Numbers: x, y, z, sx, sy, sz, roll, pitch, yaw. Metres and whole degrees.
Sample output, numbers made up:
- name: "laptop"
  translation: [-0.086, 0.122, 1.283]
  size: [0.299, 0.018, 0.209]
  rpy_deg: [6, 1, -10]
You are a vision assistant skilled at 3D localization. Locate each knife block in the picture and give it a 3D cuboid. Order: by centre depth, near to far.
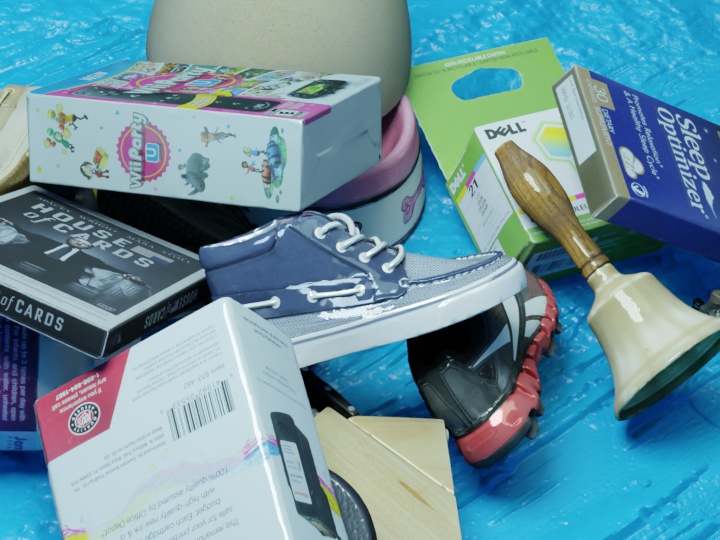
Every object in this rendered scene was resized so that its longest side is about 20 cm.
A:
- name: "knife block"
  translation: [-0.030, 0.146, 1.369]
  size: [0.174, 0.064, 0.201]
  rpy_deg: [1, 43, -8]

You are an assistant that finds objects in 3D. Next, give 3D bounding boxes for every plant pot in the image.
- name: "plant pot"
  translation: [-0.054, -0.209, 1.593]
  size: [0.198, 0.135, 0.201]
  rpy_deg: [4, 42, -4]

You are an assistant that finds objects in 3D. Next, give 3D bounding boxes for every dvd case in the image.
- name: "dvd case"
  translation: [-0.186, -0.003, 1.379]
  size: [0.149, 0.025, 0.200]
  rpy_deg: [23, 17, 11]

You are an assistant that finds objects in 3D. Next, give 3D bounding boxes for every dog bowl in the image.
- name: "dog bowl"
  translation: [-0.045, -0.092, 1.620]
  size: [0.198, 0.074, 0.201]
  rpy_deg: [5, 42, -5]

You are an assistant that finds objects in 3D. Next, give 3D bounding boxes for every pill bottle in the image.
- name: "pill bottle"
  translation: [-0.241, 0.059, 1.390]
  size: [0.198, 0.113, 0.113]
  rpy_deg: [1, 42, -9]

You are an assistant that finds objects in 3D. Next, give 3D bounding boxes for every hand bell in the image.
- name: "hand bell"
  translation: [0.155, -0.007, 1.497]
  size: [0.104, 0.104, 0.200]
  rpy_deg: [-27, 71, -34]

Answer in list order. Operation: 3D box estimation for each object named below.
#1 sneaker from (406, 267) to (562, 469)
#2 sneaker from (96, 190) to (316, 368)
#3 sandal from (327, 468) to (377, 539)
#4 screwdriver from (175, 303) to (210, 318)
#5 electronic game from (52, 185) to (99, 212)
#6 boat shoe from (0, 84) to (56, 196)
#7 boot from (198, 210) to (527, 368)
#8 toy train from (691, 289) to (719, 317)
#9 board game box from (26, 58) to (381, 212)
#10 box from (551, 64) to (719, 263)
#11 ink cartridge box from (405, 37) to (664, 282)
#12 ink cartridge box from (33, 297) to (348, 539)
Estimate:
- name: "sneaker"
  translation: [0.080, 0.042, 1.464]
  size: [0.098, 0.071, 0.201]
  rpy_deg: [44, 30, -15]
- name: "sneaker"
  translation: [-0.089, -0.014, 1.519]
  size: [0.200, 0.071, 0.075]
  rpy_deg: [41, 36, 11]
- name: "sandal"
  translation: [-0.070, 0.144, 1.334]
  size: [0.199, 0.077, 0.043]
  rpy_deg: [13, -3, 32]
- name: "screwdriver"
  translation: [-0.146, 0.038, 1.462]
  size: [0.198, 0.028, 0.029]
  rpy_deg: [-7, 66, 3]
- name: "electronic game"
  translation: [-0.257, -0.040, 1.548]
  size: [0.198, 0.042, 0.201]
  rpy_deg: [5, 43, -5]
- name: "boat shoe"
  translation: [-0.261, -0.056, 1.492]
  size: [0.069, 0.074, 0.200]
  rpy_deg: [18, 46, 16]
- name: "boot"
  translation: [0.000, 0.000, 1.375]
  size: [0.198, 0.091, 0.073]
  rpy_deg: [-17, 7, 0]
- name: "toy train"
  translation: [0.314, 0.074, 1.531]
  size: [0.200, 0.034, 0.046]
  rpy_deg: [38, 46, 28]
- name: "board game box"
  translation: [-0.103, -0.095, 1.472]
  size: [0.198, 0.065, 0.147]
  rpy_deg: [5, 16, 20]
- name: "box"
  translation: [0.229, -0.064, 1.549]
  size: [0.199, 0.032, 0.122]
  rpy_deg: [19, 43, -36]
- name: "ink cartridge box"
  translation: [0.133, -0.099, 1.618]
  size: [0.147, 0.076, 0.201]
  rpy_deg: [-15, 66, -25]
- name: "ink cartridge box"
  translation: [-0.094, 0.142, 1.266]
  size: [0.145, 0.083, 0.201]
  rpy_deg: [-28, 59, 18]
